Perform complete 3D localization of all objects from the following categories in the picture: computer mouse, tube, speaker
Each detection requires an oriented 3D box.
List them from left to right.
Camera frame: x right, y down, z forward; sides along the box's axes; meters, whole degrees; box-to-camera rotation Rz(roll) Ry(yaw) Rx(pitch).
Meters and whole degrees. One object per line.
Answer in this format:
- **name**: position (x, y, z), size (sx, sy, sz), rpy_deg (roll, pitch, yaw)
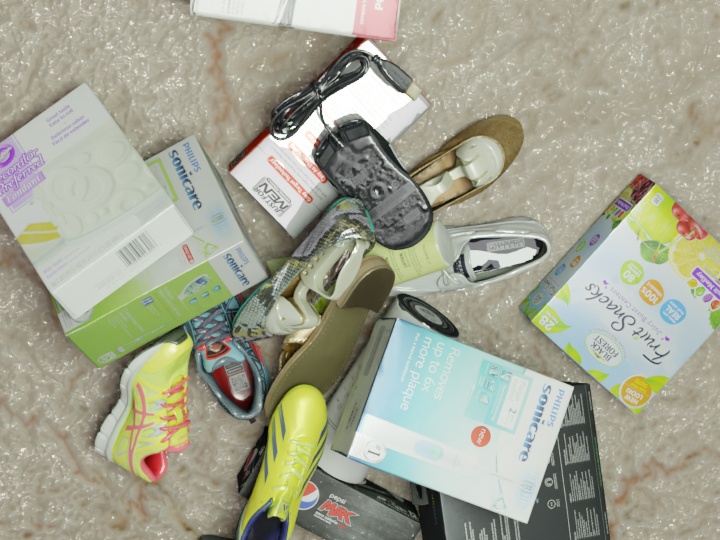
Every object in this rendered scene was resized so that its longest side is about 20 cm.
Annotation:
- **tube**: position (0.000, 0.000, 1.492), size (0.199, 0.058, 0.052), rpy_deg (-16, 149, 22)
- **speaker**: position (0.020, 0.128, 1.515), size (0.081, 0.081, 0.201), rpy_deg (29, 104, -12)
- **computer mouse**: position (0.019, -0.128, 1.425), size (0.140, 0.046, 0.200), rpy_deg (-42, 101, 13)

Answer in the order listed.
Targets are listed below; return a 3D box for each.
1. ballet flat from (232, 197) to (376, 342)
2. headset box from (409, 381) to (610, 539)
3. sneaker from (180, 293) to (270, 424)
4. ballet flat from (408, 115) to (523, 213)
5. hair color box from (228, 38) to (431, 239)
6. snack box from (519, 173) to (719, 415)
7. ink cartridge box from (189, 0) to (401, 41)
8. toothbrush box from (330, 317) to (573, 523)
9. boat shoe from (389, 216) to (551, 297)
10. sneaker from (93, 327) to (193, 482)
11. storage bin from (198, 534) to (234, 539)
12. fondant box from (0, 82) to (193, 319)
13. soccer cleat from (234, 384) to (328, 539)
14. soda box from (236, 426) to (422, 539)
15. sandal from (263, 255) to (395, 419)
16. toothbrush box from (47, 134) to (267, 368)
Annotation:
- **ballet flat**: position (-0.054, 0.017, 1.415), size (0.072, 0.072, 0.200), rpy_deg (37, 110, -13)
- **headset box**: position (0.151, 0.219, 1.521), size (0.199, 0.093, 0.175), rpy_deg (-8, 89, -15)
- **sneaker**: position (-0.145, 0.068, 1.487), size (0.079, 0.096, 0.201), rpy_deg (-27, 104, -1)
- **ballet flat**: position (0.090, -0.097, 1.489), size (0.199, 0.072, 0.068), rpy_deg (-28, 100, 0)
- **hair color box**: position (-0.033, -0.140, 1.472), size (0.200, 0.061, 0.102), rpy_deg (-43, 104, 3)
- **snack box**: position (0.303, 0.027, 1.544), size (0.168, 0.068, 0.200), rpy_deg (40, 97, -13)
- **ink cartridge box**: position (-0.066, -0.282, 1.393), size (0.199, 0.146, 0.085), rpy_deg (4, 103, -8)
- **toothbrush box**: position (0.091, 0.149, 1.418), size (0.199, 0.085, 0.147), rpy_deg (23, 84, -12)
- **boat shoe**: position (0.106, -0.014, 1.511), size (0.199, 0.065, 0.074), rpy_deg (-18, 104, 0)
- **sneaker**: position (-0.205, 0.142, 1.471), size (0.090, 0.078, 0.200), rpy_deg (40, 130, 15)
- **storage bin**: position (-0.112, 0.375, 1.544), size (0.199, 0.146, 0.135), rpy_deg (12, 91, -9)
- **fondant box**: position (-0.275, -0.071, 1.390), size (0.144, 0.200, 0.058), rpy_deg (-36, 146, -5)
- **soccer cleat**: position (-0.078, 0.217, 1.466), size (0.064, 0.084, 0.201), rpy_deg (18, 102, -10)
- **soda box**: position (-0.034, 0.252, 1.556), size (0.199, 0.063, 0.071), rpy_deg (30, 97, -13)
- **sandal**: position (-0.044, 0.058, 1.486), size (0.077, 0.070, 0.212), rpy_deg (14, 119, -45)
- **toothbrush box**: position (-0.216, -0.019, 1.429), size (0.199, 0.086, 0.146), rpy_deg (-27, 59, -1)
